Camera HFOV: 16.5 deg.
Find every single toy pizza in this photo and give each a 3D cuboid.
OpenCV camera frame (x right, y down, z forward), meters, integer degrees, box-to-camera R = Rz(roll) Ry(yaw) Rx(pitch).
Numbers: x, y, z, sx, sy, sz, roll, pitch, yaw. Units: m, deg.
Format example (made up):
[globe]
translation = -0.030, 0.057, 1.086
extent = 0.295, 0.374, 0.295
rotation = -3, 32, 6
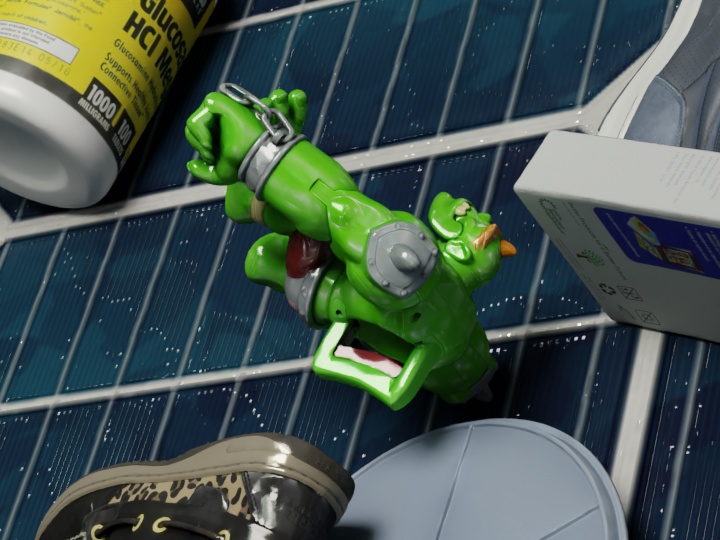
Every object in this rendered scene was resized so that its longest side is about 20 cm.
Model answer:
[toy pizza]
translation = 0.029, 0.151, 1.031
extent = 0.200, 0.032, 0.200
rotation = -27, 39, 24

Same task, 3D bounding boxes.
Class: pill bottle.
[pill bottle]
translation = -0.148, -0.144, 1.391
extent = 0.112, 0.112, 0.200
rotation = 4, 57, 41

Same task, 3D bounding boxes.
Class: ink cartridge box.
[ink cartridge box]
translation = 0.165, -0.005, 1.017
extent = 0.200, 0.099, 0.039
rotation = 14, 62, 45

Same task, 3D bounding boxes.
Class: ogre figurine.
[ogre figurine]
translation = 0.000, 0.000, 1.093
extent = 0.120, 0.200, 0.098
rotation = 35, 59, 29

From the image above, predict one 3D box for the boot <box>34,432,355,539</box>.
[boot]
translation = -0.094, 0.160, 1.071
extent = 0.200, 0.073, 0.151
rotation = -20, 40, 42

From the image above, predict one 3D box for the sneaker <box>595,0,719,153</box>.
[sneaker]
translation = 0.201, -0.106, 1.088
extent = 0.146, 0.077, 0.203
rotation = 10, 70, 57
